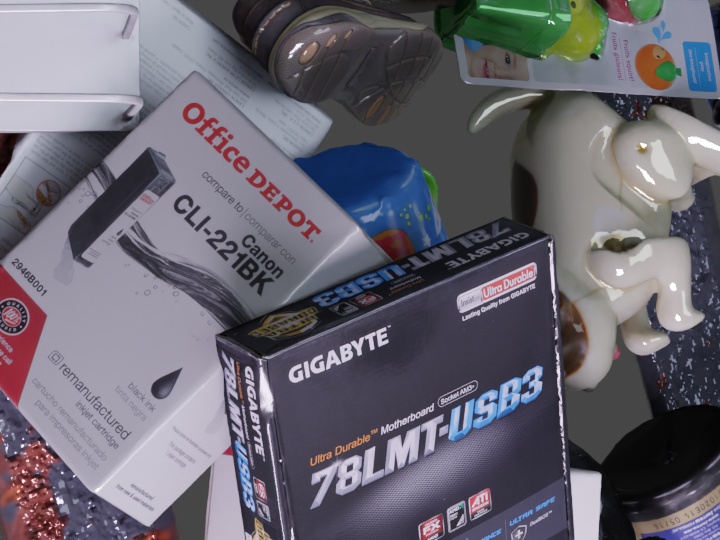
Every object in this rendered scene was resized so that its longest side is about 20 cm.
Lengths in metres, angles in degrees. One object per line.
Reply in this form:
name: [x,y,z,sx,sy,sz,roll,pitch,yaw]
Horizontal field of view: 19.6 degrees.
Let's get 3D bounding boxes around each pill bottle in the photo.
pill bottle: [0.256,0.202,1.457,0.112,0.112,0.200,-43,113,-28]

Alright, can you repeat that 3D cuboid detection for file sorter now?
file sorter: [-0.184,-0.177,1.113,0.139,0.125,0.200,0,90,-10]

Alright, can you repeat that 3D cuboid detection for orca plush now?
orca plush: [0.162,0.183,1.357,0.071,0.200,0.105,5,120,-10]

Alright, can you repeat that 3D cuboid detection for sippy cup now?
sippy cup: [0.000,0.000,1.243,0.139,0.178,0.131,-17,118,-7]

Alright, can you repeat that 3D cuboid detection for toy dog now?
toy dog: [0.142,-0.013,1.366,0.194,0.140,0.200,31,71,-17]

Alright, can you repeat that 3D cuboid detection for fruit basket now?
fruit basket: [0.143,-0.204,1.362,0.200,0.094,0.186,0,72,-19]

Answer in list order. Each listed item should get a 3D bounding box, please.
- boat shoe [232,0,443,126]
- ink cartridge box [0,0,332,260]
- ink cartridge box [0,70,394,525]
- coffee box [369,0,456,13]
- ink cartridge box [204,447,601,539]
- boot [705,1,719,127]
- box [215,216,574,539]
boat shoe: [-0.012,-0.142,1.268,0.075,0.073,0.200,-50,161,11]
ink cartridge box: [-0.133,-0.056,1.233,0.162,0.057,0.200,36,87,-30]
ink cartridge box: [-0.102,0.014,1.137,0.200,0.144,0.084,-45,155,-3]
coffee box: [0.004,-0.269,1.301,0.113,0.080,0.200,9,84,-36]
ink cartridge box: [0.027,0.154,1.272,0.200,0.145,0.085,7,87,-35]
boot: [0.296,-0.102,1.523,0.095,0.074,0.200,-5,84,-29]
box: [0.025,0.095,1.124,0.200,0.050,0.199,-22,120,-33]
